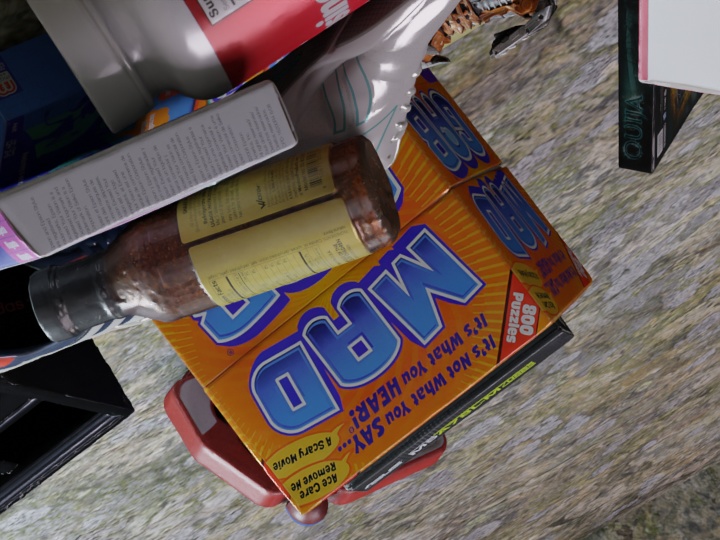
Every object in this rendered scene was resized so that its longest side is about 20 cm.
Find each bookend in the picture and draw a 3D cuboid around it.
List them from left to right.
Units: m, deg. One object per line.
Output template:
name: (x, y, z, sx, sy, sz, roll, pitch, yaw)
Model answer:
bookend: (-0.281, 0.101, 1.444, 0.199, 0.092, 0.200, -37, 162, 9)

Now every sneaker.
sneaker: (-0.153, 0.003, 1.296, 0.200, 0.075, 0.085, -30, 177, -10)
sneaker: (-0.001, -0.102, 1.212, 0.080, 0.071, 0.200, 32, 122, -25)

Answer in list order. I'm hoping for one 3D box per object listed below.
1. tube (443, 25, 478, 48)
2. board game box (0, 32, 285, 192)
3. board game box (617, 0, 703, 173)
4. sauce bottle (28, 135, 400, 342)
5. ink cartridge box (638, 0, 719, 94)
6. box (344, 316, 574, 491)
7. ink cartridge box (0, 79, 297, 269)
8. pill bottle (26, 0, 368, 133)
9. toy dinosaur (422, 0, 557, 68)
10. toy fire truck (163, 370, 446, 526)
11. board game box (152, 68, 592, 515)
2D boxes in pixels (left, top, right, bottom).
tube: (0.040, -0.153, 1.331, 0.200, 0.058, 0.052, -36, 175, -42)
board game box: (-0.129, -0.098, 1.272, 0.200, 0.045, 0.152, -27, 162, -24)
board game box: (0.198, -0.181, 1.429, 0.135, 0.028, 0.201, -52, 146, -47)
sauce bottle: (-0.080, -0.013, 1.196, 0.199, 0.066, 0.066, -17, 166, 12)
ink cartridge box: (0.225, -0.216, 1.309, 0.200, 0.084, 0.145, -60, 153, -48)
box: (0.019, 0.023, 1.603, 0.193, 0.200, 0.047, -37, 163, 13)
ink cartridge box: (-0.155, -0.031, 1.137, 0.200, 0.043, 0.196, -26, -174, -23)
pill bottle: (-0.063, -0.157, 1.122, 0.200, 0.112, 0.112, -33, 163, -3)
toy dinosaur: (0.079, -0.195, 1.240, 0.200, 0.136, 0.102, -31, 162, -9)
toy fire truck: (-0.045, 0.112, 1.772, 0.200, 0.168, 0.112, -21, 158, -36)
board game box: (0.000, 0.000, 1.434, 0.200, 0.200, 0.200, -38, 178, 14)
